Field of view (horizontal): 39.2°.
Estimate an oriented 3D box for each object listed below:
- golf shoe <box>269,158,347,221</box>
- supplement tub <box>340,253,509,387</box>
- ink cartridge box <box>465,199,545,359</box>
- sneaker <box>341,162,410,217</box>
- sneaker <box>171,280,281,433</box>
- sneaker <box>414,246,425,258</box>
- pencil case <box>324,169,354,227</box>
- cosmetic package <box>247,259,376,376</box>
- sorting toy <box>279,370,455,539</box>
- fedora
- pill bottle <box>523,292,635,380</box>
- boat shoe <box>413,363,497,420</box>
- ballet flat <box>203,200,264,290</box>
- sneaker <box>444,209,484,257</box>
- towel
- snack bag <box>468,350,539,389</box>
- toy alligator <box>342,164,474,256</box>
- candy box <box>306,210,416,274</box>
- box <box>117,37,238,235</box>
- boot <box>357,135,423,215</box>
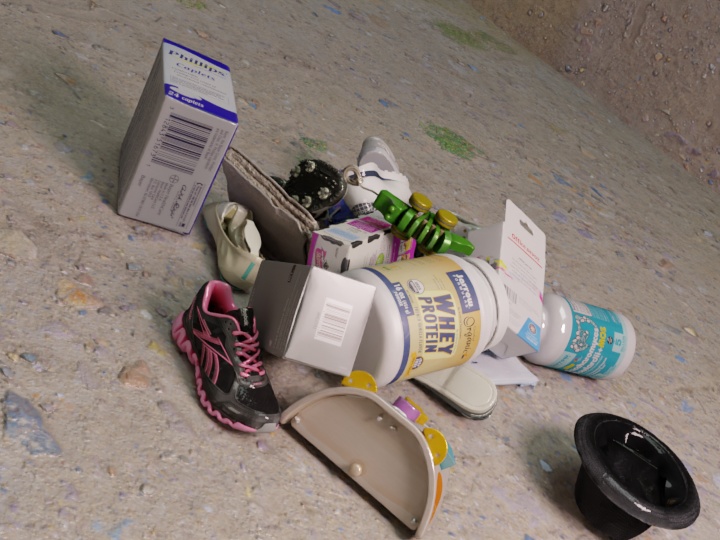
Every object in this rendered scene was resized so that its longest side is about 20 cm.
[{"bbox_3d":[-0.071,-0.108,1.448,0.088,0.077,0.200,14,-13,-36],"label":"golf shoe"},{"bbox_3d":[0.070,0.057,1.246,0.200,0.144,0.144,-11,46,-35],"label":"supplement tub"},{"bbox_3d":[0.208,0.012,1.464,0.115,0.068,0.200,38,50,-37],"label":"ink cartridge box"},{"bbox_3d":[0.025,-0.101,1.486,0.200,0.076,0.081,2,67,-66],"label":"sneaker"},{"bbox_3d":[-0.139,0.089,1.108,0.079,0.095,0.200,5,37,-45],"label":"sneaker"},{"bbox_3d":[0.106,0.017,1.495,0.079,0.075,0.200,21,32,-37],"label":"sneaker"},{"bbox_3d":[-0.024,-0.087,1.560,0.087,0.078,0.200,46,17,-25],"label":"pencil case"},{"bbox_3d":[-0.065,0.050,1.146,0.090,0.107,0.200,18,-6,-23],"label":"cosmetic package"},{"bbox_3d":[0.038,0.186,1.148,0.200,0.107,0.180,38,7,15],"label":"sorting toy"},{"bbox_3d":[0.328,0.271,1.275,0.200,0.092,0.201,24,26,-13],"label":"fedora"},{"bbox_3d":[0.315,0.099,1.552,0.200,0.111,0.111,15,30,-28],"label":"pill bottle"},{"bbox_3d":[0.098,0.130,1.346,0.200,0.073,0.062,36,-18,27],"label":"boat shoe"},{"bbox_3d":[-0.165,-0.051,1.364,0.069,0.070,0.200,15,29,-29],"label":"ballet flat"},{"bbox_3d":[0.165,-0.008,1.535,0.074,0.116,0.200,2,37,-49],"label":"sneaker"},{"bbox_3d":[-0.123,-0.072,1.389,0.034,0.133,0.200,-35,61,-23],"label":"towel"},{"bbox_3d":[0.147,0.100,1.474,0.188,0.021,0.200,4,36,-44],"label":"snack bag"},{"bbox_3d":[0.056,-0.069,1.297,0.200,0.059,0.054,32,27,-1],"label":"toy alligator"},{"bbox_3d":[0.000,0.000,1.350,0.061,0.137,0.200,21,22,24],"label":"candy box"},{"bbox_3d":[-0.250,-0.182,1.372,0.105,0.184,0.200,18,29,-22],"label":"box"},{"bbox_3d":[0.056,-0.123,1.631,0.096,0.073,0.200,-83,151,-63],"label":"boot"}]
